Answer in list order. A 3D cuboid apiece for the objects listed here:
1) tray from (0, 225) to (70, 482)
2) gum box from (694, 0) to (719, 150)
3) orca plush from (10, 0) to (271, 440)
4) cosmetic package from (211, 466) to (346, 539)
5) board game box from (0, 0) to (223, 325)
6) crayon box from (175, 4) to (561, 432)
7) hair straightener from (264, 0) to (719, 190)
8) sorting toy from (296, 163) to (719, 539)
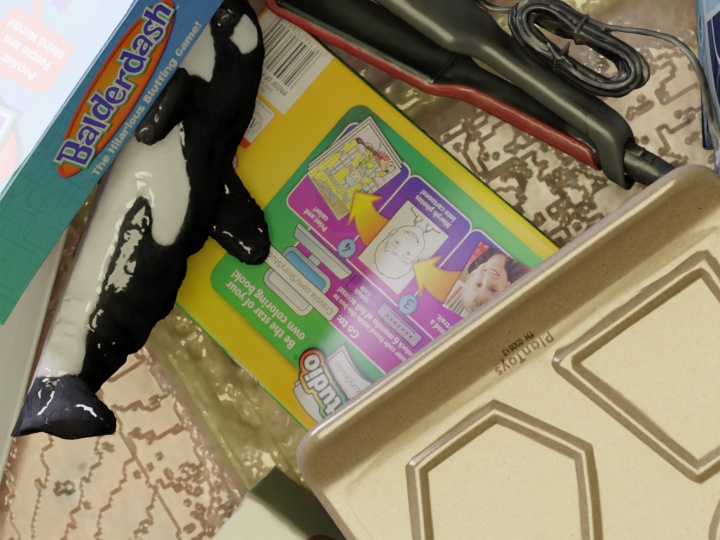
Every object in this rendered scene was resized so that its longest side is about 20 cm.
[{"bbox_3d":[-0.192,0.039,1.120,0.107,0.022,0.200,16,92,5],"label":"tray"},{"bbox_3d":[0.154,-0.134,1.002,0.044,0.200,0.170,-4,90,1],"label":"gum box"},{"bbox_3d":[-0.066,-0.019,1.009,0.071,0.105,0.200,21,54,-9],"label":"orca plush"},{"bbox_3d":[0.007,0.183,1.074,0.200,0.087,0.103,37,94,3],"label":"cosmetic package"},{"bbox_3d":[-0.135,-0.103,0.987,0.152,0.045,0.200,35,92,33],"label":"board game box"},{"bbox_3d":[0.000,0.000,1.049,0.200,0.058,0.119,43,94,27],"label":"crayon box"},{"bbox_3d":[0.057,-0.090,1.022,0.200,0.041,0.077,33,130,14],"label":"hair straightener"},{"bbox_3d":[0.104,0.091,0.950,0.185,0.036,0.200,-36,92,2],"label":"sorting toy"}]
